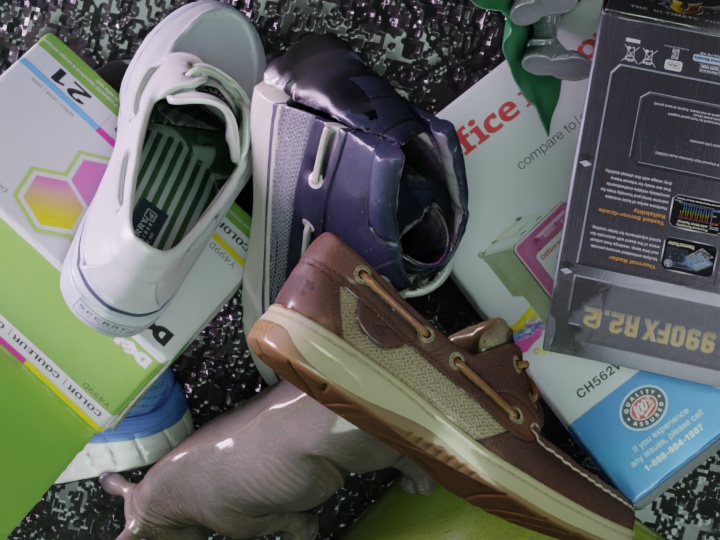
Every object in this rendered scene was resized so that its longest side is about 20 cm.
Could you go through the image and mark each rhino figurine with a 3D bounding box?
[{"bbox_3d":[-0.050,0.094,1.118,0.199,0.060,0.087,-29,147,28],"label":"rhino figurine"}]

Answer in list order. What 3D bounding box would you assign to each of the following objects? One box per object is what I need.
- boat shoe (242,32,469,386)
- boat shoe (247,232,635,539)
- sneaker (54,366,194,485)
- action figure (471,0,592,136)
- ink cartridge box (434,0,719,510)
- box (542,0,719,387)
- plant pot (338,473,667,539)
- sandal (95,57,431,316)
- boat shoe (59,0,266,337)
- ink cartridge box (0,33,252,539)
[{"bbox_3d":[0.000,0.000,1.084,0.074,0.093,0.201,-29,134,-28],"label":"boat shoe"},{"bbox_3d":[0.048,0.053,1.037,0.200,0.072,0.072,33,77,-18],"label":"boat shoe"},{"bbox_3d":[-0.185,0.066,1.167,0.199,0.079,0.090,-14,95,-9],"label":"sneaker"},{"bbox_3d":[0.086,-0.175,1.086,0.054,0.201,0.118,-4,141,12],"label":"action figure"},{"bbox_3d":[0.121,-0.011,1.125,0.144,0.085,0.200,-38,78,3],"label":"ink cartridge box"},{"bbox_3d":[0.187,-0.024,1.016,0.199,0.048,0.159,11,115,9],"label":"box"},{"bbox_3d":[0.050,0.182,1.152,0.200,0.200,0.194,31,85,-9],"label":"plant pot"},{"bbox_3d":[-0.054,-0.026,1.164,0.200,0.045,0.075,36,97,-9],"label":"sandal"},{"bbox_3d":[-0.073,-0.057,1.085,0.073,0.201,0.067,28,138,-17],"label":"boat shoe"},{"bbox_3d":[-0.153,0.010,1.080,0.148,0.200,0.076,42,134,-3],"label":"ink cartridge box"}]
